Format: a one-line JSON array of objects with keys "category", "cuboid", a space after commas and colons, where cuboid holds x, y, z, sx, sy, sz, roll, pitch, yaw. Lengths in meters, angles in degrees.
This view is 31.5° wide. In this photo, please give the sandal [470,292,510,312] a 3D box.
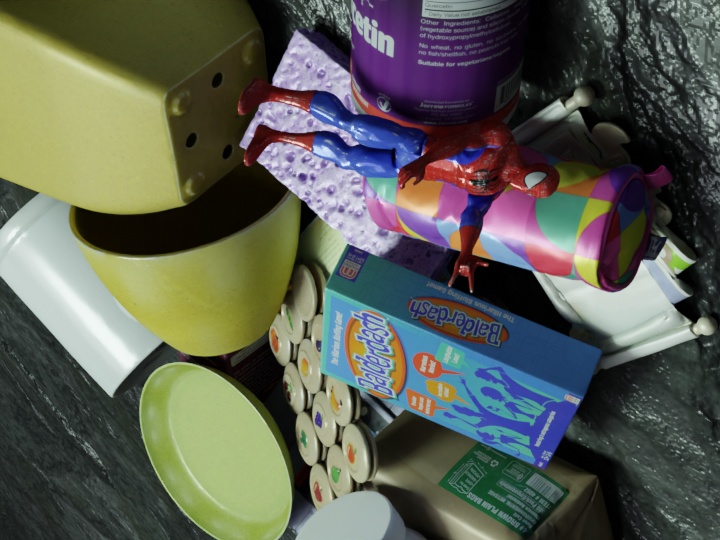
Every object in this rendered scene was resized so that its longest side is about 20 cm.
[{"category": "sandal", "cuboid": [0.071, 0.070, 1.064, 0.082, 0.055, 0.200, 56, 156, -5]}]

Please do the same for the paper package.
[{"category": "paper package", "cuboid": [0.112, 0.226, 1.109, 0.200, 0.103, 0.191, 25, 148, 40]}]

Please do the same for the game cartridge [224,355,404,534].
[{"category": "game cartridge", "cuboid": [-0.033, 0.152, 1.217, 0.130, 0.038, 0.200, 44, 114, 20]}]

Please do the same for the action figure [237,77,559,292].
[{"category": "action figure", "cuboid": [0.017, -0.055, 0.768, 0.199, 0.099, 0.065, 10, 138, 12]}]

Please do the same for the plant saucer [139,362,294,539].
[{"category": "plant saucer", "cuboid": [-0.133, 0.174, 1.233, 0.200, 0.031, 0.201, 20, 124, 32]}]

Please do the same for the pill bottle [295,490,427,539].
[{"category": "pill bottle", "cuboid": [0.030, 0.289, 1.073, 0.116, 0.116, 0.200, 6, 133, 52]}]

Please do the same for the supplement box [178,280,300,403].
[{"category": "supplement box", "cuboid": [-0.115, 0.093, 1.296, 0.086, 0.110, 0.200, 33, 145, 31]}]

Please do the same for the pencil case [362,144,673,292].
[{"category": "pencil case", "cuboid": [0.099, -0.046, 0.838, 0.199, 0.088, 0.089, 16, 135, 34]}]

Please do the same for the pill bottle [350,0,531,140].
[{"category": "pill bottle", "cuboid": [0.050, -0.177, 0.778, 0.112, 0.112, 0.200, 35, 146, 28]}]

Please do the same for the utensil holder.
[{"category": "utensil holder", "cuboid": [-0.272, 0.010, 1.374, 0.200, 0.170, 0.170, 47, 150, 4]}]

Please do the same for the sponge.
[{"category": "sponge", "cuboid": [0.001, -0.083, 0.980, 0.200, 0.030, 0.112, 42, 119, 18]}]

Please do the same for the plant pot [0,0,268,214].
[{"category": "plant pot", "cuboid": [-0.184, -0.159, 1.055, 0.200, 0.194, 0.196, 29, 143, 27]}]

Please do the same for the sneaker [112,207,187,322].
[{"category": "sneaker", "cuboid": [-0.196, -0.053, 1.208, 0.079, 0.078, 0.201, -32, 56, 46]}]

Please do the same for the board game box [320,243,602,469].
[{"category": "board game box", "cuboid": [0.068, 0.069, 0.966, 0.199, 0.045, 0.152, 23, 153, 10]}]

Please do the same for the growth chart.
[{"category": "growth chart", "cuboid": [0.159, -0.021, 0.872, 0.145, 0.018, 0.200, -20, 105, 49]}]

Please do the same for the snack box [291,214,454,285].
[{"category": "snack box", "cuboid": [0.000, 0.000, 1.090, 0.116, 0.037, 0.200, 63, 151, 9]}]

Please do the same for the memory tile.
[{"category": "memory tile", "cuboid": [-0.038, 0.107, 1.125, 0.153, 0.017, 0.201, 125, 132, -57]}]

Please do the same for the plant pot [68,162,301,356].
[{"category": "plant pot", "cuboid": [-0.138, -0.011, 1.114, 0.200, 0.200, 0.142, 23, 136, 41]}]
